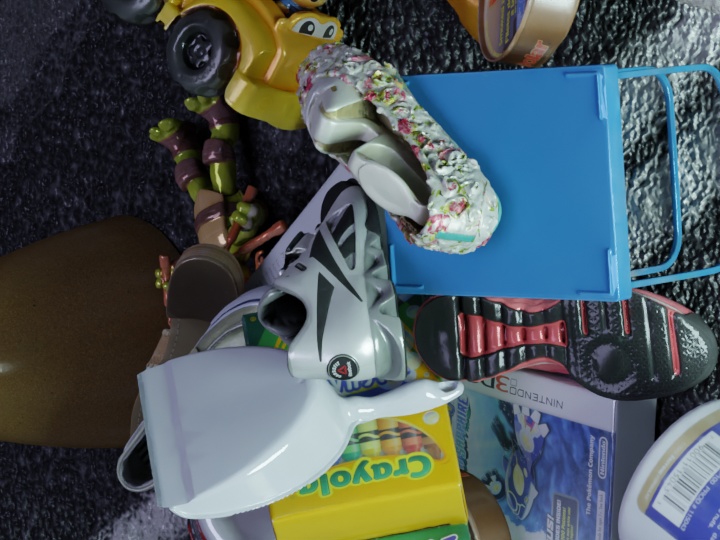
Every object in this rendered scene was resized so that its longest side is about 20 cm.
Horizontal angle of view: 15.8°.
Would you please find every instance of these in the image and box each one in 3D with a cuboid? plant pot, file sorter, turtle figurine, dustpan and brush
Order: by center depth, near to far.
[{"bbox_3d":[0.124,-0.060,1.626,0.199,0.122,0.140,2,98,49],"label":"file sorter"},{"bbox_3d":[-0.034,0.092,1.653,0.140,0.199,0.057,-105,-6,-50],"label":"dustpan and brush"},{"bbox_3d":[-0.101,-0.048,1.925,0.200,0.064,0.162,-41,58,56],"label":"turtle figurine"},{"bbox_3d":[-0.253,0.061,2.014,0.186,0.199,0.187,11,105,46],"label":"plant pot"}]

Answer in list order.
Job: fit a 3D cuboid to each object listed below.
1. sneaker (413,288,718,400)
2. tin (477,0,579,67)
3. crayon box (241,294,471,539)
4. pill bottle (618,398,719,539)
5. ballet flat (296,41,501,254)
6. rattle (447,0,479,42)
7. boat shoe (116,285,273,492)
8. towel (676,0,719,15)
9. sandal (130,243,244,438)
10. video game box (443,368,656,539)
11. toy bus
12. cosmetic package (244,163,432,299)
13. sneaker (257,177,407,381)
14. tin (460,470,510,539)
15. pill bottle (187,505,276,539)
[{"bbox_3d":[0.138,0.032,1.669,0.199,0.087,0.074,5,106,23],"label":"sneaker"},{"bbox_3d":[0.109,-0.222,1.619,0.112,0.042,0.201,138,139,-61],"label":"tin"},{"bbox_3d":[-0.002,0.108,1.693,0.052,0.125,0.201,78,-179,-53],"label":"crayon box"},{"bbox_3d":[0.258,0.174,1.518,0.200,0.119,0.120,39,124,37],"label":"pill bottle"},{"bbox_3d":[0.010,-0.080,1.612,0.200,0.064,0.076,42,127,36],"label":"ballet flat"},{"bbox_3d":[-0.007,-0.189,1.690,0.130,0.199,0.144,-26,76,42],"label":"rattle"},{"bbox_3d":[-0.102,0.091,1.823,0.072,0.062,0.200,39,125,1],"label":"boat shoe"},{"bbox_3d":[0.195,-0.264,1.578,0.132,0.034,0.201,26,115,44],"label":"towel"},{"bbox_3d":[-0.114,0.060,1.893,0.077,0.070,0.212,17,125,5],"label":"sandal"},{"bbox_3d":[0.114,0.158,1.734,0.182,0.047,0.201,15,108,49],"label":"video game box"},{"bbox_3d":[-0.066,-0.224,1.825,0.200,0.135,0.192,48,113,29],"label":"toy bus"},{"bbox_3d":[0.000,0.000,1.815,0.200,0.074,0.102,-48,61,40],"label":"cosmetic package"},{"bbox_3d":[-0.025,0.004,1.671,0.200,0.088,0.074,-101,4,-60],"label":"sneaker"},{"bbox_3d":[0.057,0.231,1.739,0.112,0.042,0.201,6,101,53],"label":"tin"},{"bbox_3d":[-0.064,0.169,1.829,0.200,0.115,0.116,116,137,-76],"label":"pill bottle"}]
